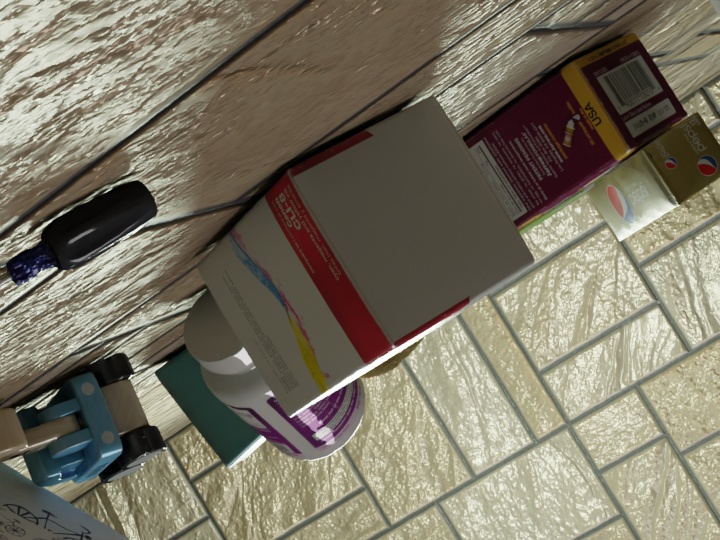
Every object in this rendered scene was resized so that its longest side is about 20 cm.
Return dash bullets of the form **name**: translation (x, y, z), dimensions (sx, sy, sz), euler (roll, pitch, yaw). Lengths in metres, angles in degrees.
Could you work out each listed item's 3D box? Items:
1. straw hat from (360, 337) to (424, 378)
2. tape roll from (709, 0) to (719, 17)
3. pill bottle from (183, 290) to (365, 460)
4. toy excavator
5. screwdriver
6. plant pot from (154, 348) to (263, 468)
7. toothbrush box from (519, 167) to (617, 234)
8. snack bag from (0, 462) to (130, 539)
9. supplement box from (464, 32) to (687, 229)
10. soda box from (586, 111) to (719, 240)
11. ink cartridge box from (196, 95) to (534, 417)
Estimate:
- **straw hat**: translation (0.000, 0.000, 1.595), dimensions (0.085, 0.203, 0.200), euler (14, -150, 39)
- **tape roll**: translation (0.431, -0.298, 1.543), dimensions (0.202, 0.071, 0.202), euler (-33, 176, -2)
- **pill bottle**: translation (-0.083, 0.093, 1.531), dimensions (0.112, 0.113, 0.200), euler (-32, 141, 7)
- **toy excavator**: translation (-0.280, 0.151, 1.449), dimensions (0.199, 0.100, 0.194), euler (-20, 169, -30)
- **screwdriver**: translation (-0.184, 0.012, 0.786), dimensions (0.199, 0.028, 0.029), euler (-34, -153, -24)
- **plant pot**: translation (-0.114, 0.110, 1.910), dimensions (0.200, 0.142, 0.141), euler (-40, 176, 4)
- **toothbrush box**: translation (0.191, -0.097, 1.782), dimensions (0.145, 0.086, 0.200), euler (-29, 174, -45)
- **snack bag**: translation (-0.305, 0.214, 1.403), dimensions (0.022, 0.188, 0.200), euler (-64, 167, 9)
- **supplement box**: translation (0.195, -0.127, 1.569), dimensions (0.200, 0.104, 0.131), euler (-35, 177, 43)
- **soda box**: translation (0.285, -0.087, 1.550), dimensions (0.067, 0.064, 0.200), euler (-33, 176, -10)
- **ink cartridge box**: translation (-0.003, -0.005, 1.188), dimensions (0.145, 0.145, 0.200), euler (-30, 176, -31)
